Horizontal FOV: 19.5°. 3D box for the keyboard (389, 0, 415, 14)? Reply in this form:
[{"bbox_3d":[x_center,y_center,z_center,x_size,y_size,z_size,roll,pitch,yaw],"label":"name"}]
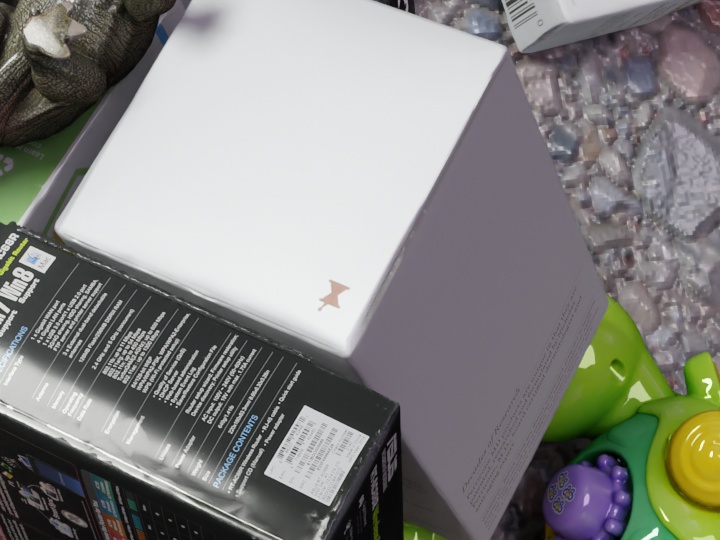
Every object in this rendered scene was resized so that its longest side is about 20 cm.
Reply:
[{"bbox_3d":[-0.012,-0.122,0.878,0.127,0.021,0.201,21,68,-52],"label":"keyboard"}]

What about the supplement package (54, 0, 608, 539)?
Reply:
[{"bbox_3d":[0.000,0.000,0.748,0.117,0.200,0.118,23,74,24],"label":"supplement package"}]

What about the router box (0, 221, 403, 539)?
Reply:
[{"bbox_3d":[-0.063,0.079,0.717,0.149,0.200,0.062,23,64,13],"label":"router box"}]

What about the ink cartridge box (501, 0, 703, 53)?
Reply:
[{"bbox_3d":[0.136,-0.200,0.975,0.199,0.047,0.161,-16,85,-30],"label":"ink cartridge box"}]

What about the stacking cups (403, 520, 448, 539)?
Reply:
[{"bbox_3d":[0.016,0.162,0.834,0.060,0.060,0.201,12,76,-20],"label":"stacking cups"}]

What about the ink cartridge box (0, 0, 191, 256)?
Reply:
[{"bbox_3d":[-0.121,-0.016,0.786,0.059,0.104,0.200,22,66,23],"label":"ink cartridge box"}]

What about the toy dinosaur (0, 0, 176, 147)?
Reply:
[{"bbox_3d":[-0.102,-0.081,0.713,0.077,0.102,0.200,34,82,8],"label":"toy dinosaur"}]

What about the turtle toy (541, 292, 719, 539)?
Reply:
[{"bbox_3d":[0.116,0.098,0.856,0.101,0.146,0.201,-14,83,6],"label":"turtle toy"}]
